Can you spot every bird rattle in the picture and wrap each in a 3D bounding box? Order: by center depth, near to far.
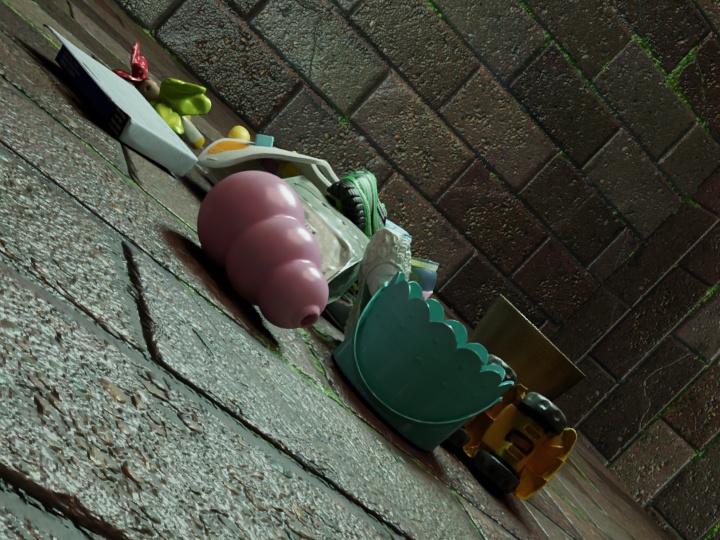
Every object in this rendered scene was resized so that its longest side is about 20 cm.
[{"bbox_3d":[-0.335,-0.272,1.680,0.200,0.113,0.163,32,-15,36],"label":"bird rattle"}]

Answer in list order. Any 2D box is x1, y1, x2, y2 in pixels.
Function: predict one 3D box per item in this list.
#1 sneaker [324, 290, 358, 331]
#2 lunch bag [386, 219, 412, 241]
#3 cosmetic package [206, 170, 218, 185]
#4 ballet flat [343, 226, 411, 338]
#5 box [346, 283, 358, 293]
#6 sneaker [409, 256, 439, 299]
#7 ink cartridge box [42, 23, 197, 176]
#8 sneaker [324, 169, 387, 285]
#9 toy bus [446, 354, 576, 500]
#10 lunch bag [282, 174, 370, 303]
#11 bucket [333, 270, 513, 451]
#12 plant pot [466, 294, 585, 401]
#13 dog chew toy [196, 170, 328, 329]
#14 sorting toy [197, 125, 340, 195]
[{"bbox_3d":[0.007,0.059,1.514,0.200,0.089,0.074,39,8,-35],"label":"sneaker"},{"bbox_3d":[0.019,-0.014,1.805,0.082,0.161,0.200,31,4,6],"label":"lunch bag"},{"bbox_3d":[-0.160,-0.127,1.726,0.108,0.085,0.200,45,6,28],"label":"cosmetic package"},{"bbox_3d":[0.027,0.040,1.353,0.072,0.200,0.072,10,33,-6],"label":"ballet flat"},{"bbox_3d":[0.000,0.000,1.639,0.200,0.075,0.050,44,-28,37],"label":"box"},{"bbox_3d":[0.087,0.028,1.746,0.070,0.082,0.200,13,-8,0],"label":"sneaker"},{"bbox_3d":[-0.340,-0.232,1.396,0.200,0.041,0.200,47,6,31],"label":"ink cartridge box"},{"bbox_3d":[0.014,-0.054,1.487,0.078,0.085,0.200,17,-49,36],"label":"sneaker"},{"bbox_3d":[0.185,0.217,1.452,0.200,0.136,0.192,41,-8,1],"label":"toy bus"},{"bbox_3d":[-0.086,-0.036,1.358,0.164,0.118,0.200,44,20,8],"label":"lunch bag"},{"bbox_3d":[0.073,0.116,1.259,0.207,0.135,0.207,43,5,-5],"label":"bucket"},{"bbox_3d":[0.222,0.173,1.619,0.187,0.200,0.187,44,4,-4],"label":"plant pot"},{"bbox_3d":[-0.100,-0.017,1.119,0.200,0.125,0.125,56,11,32],"label":"dog chew toy"},{"bbox_3d":[-0.108,-0.135,1.510,0.180,0.107,0.200,8,-28,33],"label":"sorting toy"}]
